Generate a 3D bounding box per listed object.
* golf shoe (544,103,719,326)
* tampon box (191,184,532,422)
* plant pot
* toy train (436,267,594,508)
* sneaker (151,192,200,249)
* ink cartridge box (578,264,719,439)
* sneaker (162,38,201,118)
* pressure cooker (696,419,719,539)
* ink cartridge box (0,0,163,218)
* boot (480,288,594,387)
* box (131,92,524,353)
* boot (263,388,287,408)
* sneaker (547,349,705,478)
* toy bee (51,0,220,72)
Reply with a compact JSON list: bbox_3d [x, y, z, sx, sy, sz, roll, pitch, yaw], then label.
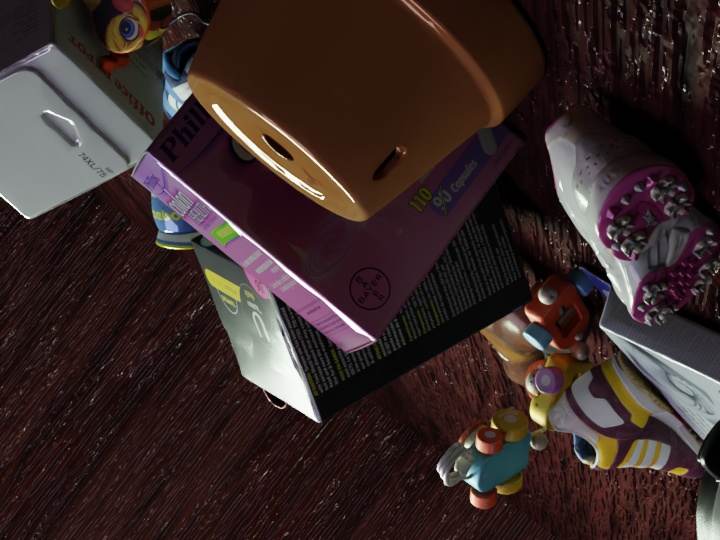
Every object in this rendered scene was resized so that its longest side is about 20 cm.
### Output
[{"bbox_3d":[0.166,-0.035,1.157,0.092,0.075,0.200,51,177,30],"label":"golf shoe"},{"bbox_3d":[0.000,0.000,1.443,0.150,0.199,0.127,21,136,61],"label":"tampon box"},{"bbox_3d":[-0.009,-0.125,1.125,0.200,0.140,0.200,37,171,7],"label":"plant pot"},{"bbox_3d":[0.124,0.092,1.535,0.055,0.200,0.150,32,172,37],"label":"toy train"},{"bbox_3d":[-0.111,-0.092,1.702,0.074,0.200,0.083,3,118,41],"label":"sneaker"},{"bbox_3d":[0.268,0.092,1.467,0.200,0.041,0.200,29,168,50],"label":"ink cartridge box"},{"bbox_3d":[-0.137,-0.169,1.654,0.083,0.074,0.200,65,168,-19],"label":"sneaker"},{"bbox_3d":[0.315,0.164,1.206,0.200,0.177,0.177,-161,59,-67],"label":"pressure cooker"},{"bbox_3d":[-0.261,-0.180,1.569,0.147,0.145,0.201,45,-152,-42],"label":"ink cartridge box"},{"bbox_3d":[0.087,0.035,1.652,0.199,0.069,0.188,22,171,-3],"label":"boot"},{"bbox_3d":[-0.023,-0.076,1.298,0.200,0.176,0.097,39,166,-5],"label":"box"},{"bbox_3d":[-0.023,0.069,1.645,0.072,0.145,0.200,24,168,31],"label":"boot"},{"bbox_3d":[0.224,0.132,1.568,0.200,0.090,0.075,42,-159,-48],"label":"sneaker"},{"bbox_3d":[-0.190,-0.212,1.460,0.130,0.109,0.200,-2,-132,-48],"label":"toy bee"}]
